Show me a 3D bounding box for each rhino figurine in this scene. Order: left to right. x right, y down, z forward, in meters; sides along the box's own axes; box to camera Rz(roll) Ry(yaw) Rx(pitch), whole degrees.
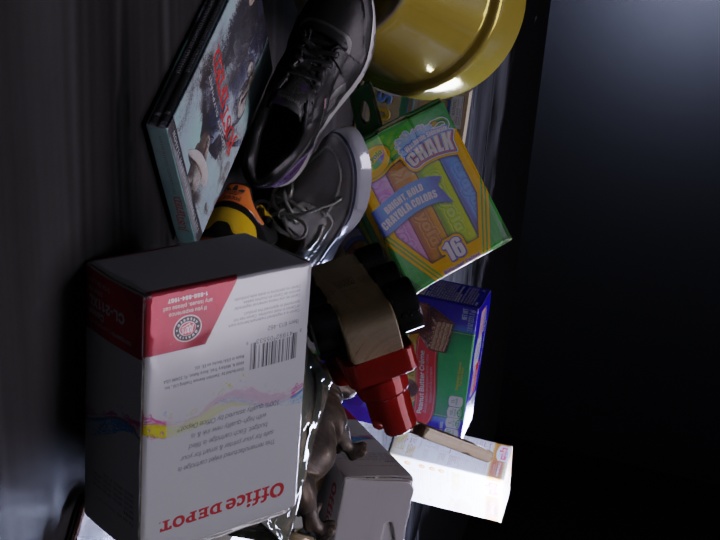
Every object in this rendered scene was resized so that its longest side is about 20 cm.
[{"bbox_3d":[-0.037,0.151,1.338,0.087,0.060,0.201,42,54,-32],"label":"rhino figurine"}]

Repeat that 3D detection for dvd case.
[{"bbox_3d":[-0.117,-0.141,1.120,0.146,0.022,0.201,85,21,-54],"label":"dvd case"}]

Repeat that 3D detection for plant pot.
[{"bbox_3d":[0.034,-0.271,1.321,0.189,0.200,0.202,-2,103,-63],"label":"plant pot"}]

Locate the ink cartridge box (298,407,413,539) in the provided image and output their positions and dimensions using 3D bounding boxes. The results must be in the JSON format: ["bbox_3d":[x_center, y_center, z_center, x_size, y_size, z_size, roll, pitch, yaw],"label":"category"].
[{"bbox_3d":[-0.028,0.250,1.518,0.200,0.085,0.148,-143,-121,-64],"label":"ink cartridge box"}]

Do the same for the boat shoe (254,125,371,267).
[{"bbox_3d":[-0.058,-0.055,1.296,0.086,0.075,0.202,-16,156,-30],"label":"boat shoe"}]

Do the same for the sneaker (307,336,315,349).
[{"bbox_3d":[0.000,0.000,1.502,0.078,0.200,0.099,61,-4,-20],"label":"sneaker"}]

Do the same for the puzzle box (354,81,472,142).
[{"bbox_3d":[0.052,-0.126,1.643,0.025,0.132,0.201,-46,145,-70],"label":"puzzle box"}]

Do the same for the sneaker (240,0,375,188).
[{"bbox_3d":[-0.043,-0.159,1.197,0.088,0.075,0.201,-70,-176,-82],"label":"sneaker"}]

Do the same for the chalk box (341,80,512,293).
[{"bbox_3d":[0.034,-0.084,1.367,0.201,0.124,0.124,62,-18,-3],"label":"chalk box"}]

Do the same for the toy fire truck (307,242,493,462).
[{"bbox_3d":[0.027,0.090,1.270,0.176,0.128,0.201,-129,-159,-70],"label":"toy fire truck"}]

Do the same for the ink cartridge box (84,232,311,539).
[{"bbox_3d":[-0.120,0.088,1.012,0.145,0.083,0.201,-12,115,-41],"label":"ink cartridge box"}]

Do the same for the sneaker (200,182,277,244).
[{"bbox_3d":[-0.093,-0.008,1.237,0.200,0.070,0.090,66,39,-68],"label":"sneaker"}]

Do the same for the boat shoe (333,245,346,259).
[{"bbox_3d":[-0.027,-0.069,1.475,0.200,0.075,0.074,-61,145,-56],"label":"boat shoe"}]

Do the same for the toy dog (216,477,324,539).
[{"bbox_3d":[-0.112,0.223,1.387,0.200,0.096,0.132,59,45,-51],"label":"toy dog"}]

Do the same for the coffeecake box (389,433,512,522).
[{"bbox_3d":[0.155,0.345,2.392,0.154,0.199,0.073,86,20,-53],"label":"coffeecake box"}]

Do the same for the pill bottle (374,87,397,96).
[{"bbox_3d":[0.063,-0.281,1.597,0.200,0.112,0.113,-61,159,-51],"label":"pill bottle"}]

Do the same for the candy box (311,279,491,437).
[{"bbox_3d":[0.038,0.091,1.619,0.077,0.199,0.170,-42,141,-67],"label":"candy box"}]

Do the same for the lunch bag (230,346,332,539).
[{"bbox_3d":[-0.108,0.128,1.197,0.200,0.117,0.165,63,38,-62],"label":"lunch bag"}]

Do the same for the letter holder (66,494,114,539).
[{"bbox_3d":[-0.162,0.258,1.107,0.200,0.100,0.143,61,40,-72],"label":"letter holder"}]
